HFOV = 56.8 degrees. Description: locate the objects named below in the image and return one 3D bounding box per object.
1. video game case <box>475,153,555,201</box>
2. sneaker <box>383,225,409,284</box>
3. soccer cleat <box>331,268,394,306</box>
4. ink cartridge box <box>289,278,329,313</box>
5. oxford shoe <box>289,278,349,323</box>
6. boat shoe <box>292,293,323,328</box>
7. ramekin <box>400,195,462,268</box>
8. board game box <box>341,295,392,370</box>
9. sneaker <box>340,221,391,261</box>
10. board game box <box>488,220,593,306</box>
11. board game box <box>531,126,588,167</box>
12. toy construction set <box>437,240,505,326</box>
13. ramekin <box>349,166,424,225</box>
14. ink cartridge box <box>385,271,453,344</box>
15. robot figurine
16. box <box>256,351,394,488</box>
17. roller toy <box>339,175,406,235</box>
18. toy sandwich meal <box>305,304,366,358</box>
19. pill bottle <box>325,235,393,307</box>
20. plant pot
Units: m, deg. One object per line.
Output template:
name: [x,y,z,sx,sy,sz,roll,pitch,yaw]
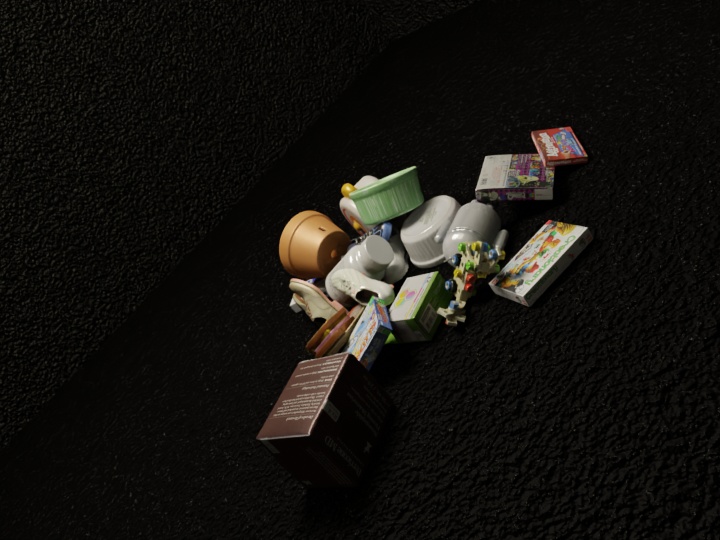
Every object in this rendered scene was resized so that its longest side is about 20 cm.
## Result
video game case: [0.381,-0.228,1.620,0.178,0.036,0.201,0,32,18]
sneaker: [0.086,-0.038,1.799,0.076,0.081,0.201,-25,29,27]
soccer cleat: [-0.006,0.044,1.638,0.198,0.070,0.077,16,30,37]
ink cartridge box: [-0.121,0.050,2.009,0.198,0.039,0.100,-28,26,30]
oxford shoe: [-0.121,0.093,1.777,0.199,0.071,0.074,32,73,19]
boat shoe: [-0.128,0.098,1.893,0.074,0.076,0.200,-45,33,-5]
ramekin: [0.193,-0.108,1.737,0.201,0.094,0.203,-33,24,17]
board game box: [0.004,0.175,1.503,0.202,0.034,0.136,-62,17,19]
sneaker: [0.014,-0.066,1.802,0.201,0.077,0.071,125,155,-43]
board game box: [0.373,-0.018,1.382,0.200,0.035,0.126,-45,23,-9]
board game box: [0.497,-0.312,1.672,0.101,0.020,0.201,-6,31,7]
toy construction set: [0.231,0.022,1.426,0.202,0.091,0.131,-65,25,17]
ramekin: [0.076,-0.198,1.802,0.197,0.099,0.200,-22,9,4]
ink cartridge box: [0.099,0.093,1.552,0.198,0.076,0.149,-12,36,45]
robot figurine: [0.260,-0.078,1.560,0.167,0.114,0.201,8,48,26]
box: [-0.065,0.300,1.329,0.163,0.166,0.201,-17,33,41]
roller toy: [0.032,-0.174,1.979,0.182,0.200,0.140,41,80,22]
toy sandwich meal: [-0.061,0.143,1.644,0.206,0.070,0.205,-50,3,3]
pill bottle: [0.000,0.000,1.748,0.200,0.114,0.115,-47,13,44]
plant pot: [-0.118,-0.062,1.935,0.139,0.201,0.201,20,61,45]
